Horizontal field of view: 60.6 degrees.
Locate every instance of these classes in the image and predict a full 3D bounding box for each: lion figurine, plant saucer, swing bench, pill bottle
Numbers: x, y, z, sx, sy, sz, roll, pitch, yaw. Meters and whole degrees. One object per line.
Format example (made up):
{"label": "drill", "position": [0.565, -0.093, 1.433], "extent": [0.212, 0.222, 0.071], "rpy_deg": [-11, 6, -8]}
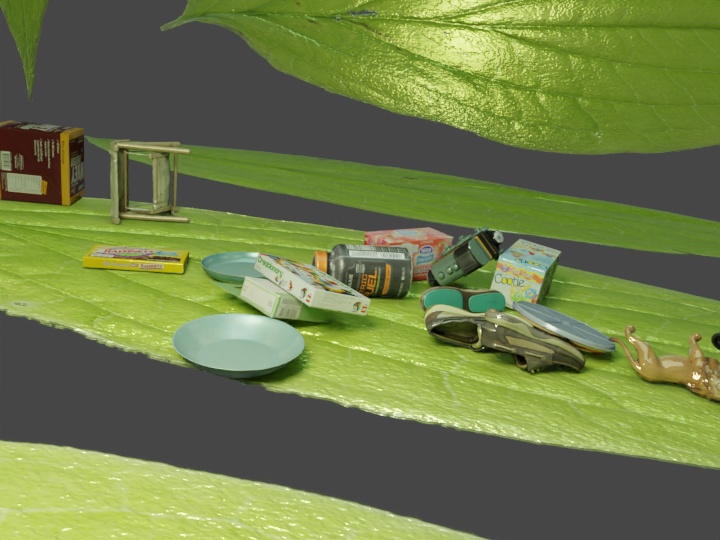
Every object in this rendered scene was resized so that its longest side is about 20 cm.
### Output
{"label": "lion figurine", "position": [0.530, 0.163, 1.044], "extent": [0.199, 0.073, 0.123], "rpy_deg": [1, 44, 16]}
{"label": "plant saucer", "position": [-0.237, -0.003, 1.310], "extent": [0.199, 0.028, 0.200], "rpy_deg": [5, 14, -1]}
{"label": "plant saucer", "position": [-0.187, 0.122, 0.948], "extent": [0.200, 0.039, 0.201], "rpy_deg": [7, 18, -2]}
{"label": "swing bench", "position": [-0.564, -0.236, 1.630], "extent": [0.199, 0.200, 0.130], "rpy_deg": [-3, 20, -30]}
{"label": "pill bottle", "position": [0.000, 0.000, 1.277], "extent": [0.199, 0.107, 0.106], "rpy_deg": [2, 19, -13]}

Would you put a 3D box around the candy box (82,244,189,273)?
{"label": "candy box", "position": [-0.471, -0.026, 1.308], "extent": [0.199, 0.027, 0.102], "rpy_deg": [4, 15, -10]}

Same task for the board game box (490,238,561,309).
{"label": "board game box", "position": [0.369, 0.010, 1.377], "extent": [0.104, 0.104, 0.200], "rpy_deg": [20, 22, 22]}

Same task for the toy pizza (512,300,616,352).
{"label": "toy pizza", "position": [0.376, 0.111, 1.154], "extent": [0.199, 0.032, 0.200], "rpy_deg": [20, 12, -4]}

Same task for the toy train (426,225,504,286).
{"label": "toy train", "position": [0.225, -0.026, 1.351], "extent": [0.114, 0.085, 0.200], "rpy_deg": [-34, 0, -39]}

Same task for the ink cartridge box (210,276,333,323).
{"label": "ink cartridge box", "position": [-0.163, 0.039, 1.141], "extent": [0.200, 0.048, 0.145], "rpy_deg": [26, 10, 41]}

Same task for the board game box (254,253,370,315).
{"label": "board game box", "position": [-0.090, 0.024, 1.110], "extent": [0.126, 0.035, 0.200], "rpy_deg": [13, 10, -42]}

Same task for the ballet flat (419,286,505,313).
{"label": "ballet flat", "position": [0.196, 0.067, 1.238], "extent": [0.199, 0.069, 0.067], "rpy_deg": [5, -2, -23]}

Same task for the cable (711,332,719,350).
{"label": "cable", "position": [0.652, 0.170, 0.999], "extent": [0.199, 0.051, 0.164], "rpy_deg": [29, 28, -32]}

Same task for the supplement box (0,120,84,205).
{"label": "supplement box", "position": [-0.885, -0.298, 1.701], "extent": [0.199, 0.198, 0.133], "rpy_deg": [5, 18, -9]}

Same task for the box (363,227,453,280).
{"label": "box", "position": [0.109, -0.038, 1.438], "extent": [0.199, 0.103, 0.095], "rpy_deg": [-7, 23, -35]}

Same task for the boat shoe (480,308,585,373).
{"label": "boat shoe", "position": [0.285, 0.132, 1.043], "extent": [0.199, 0.074, 0.074], "rpy_deg": [25, 2, -11]}

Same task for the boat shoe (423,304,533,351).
{"label": "boat shoe", "position": [0.210, 0.112, 1.090], "extent": [0.199, 0.074, 0.065], "rpy_deg": [7, 31, 2]}
